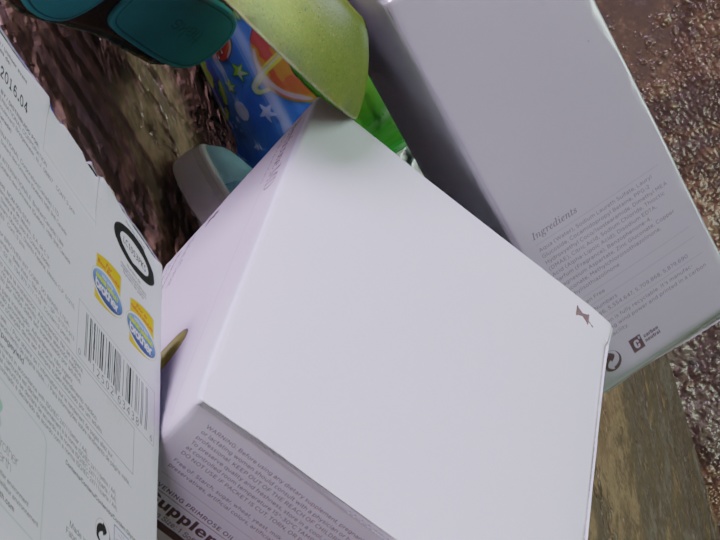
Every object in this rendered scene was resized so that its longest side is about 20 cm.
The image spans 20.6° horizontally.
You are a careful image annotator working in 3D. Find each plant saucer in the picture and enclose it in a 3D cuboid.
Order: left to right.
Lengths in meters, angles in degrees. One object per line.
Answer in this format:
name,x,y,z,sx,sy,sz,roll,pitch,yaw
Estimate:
plant saucer,-0.060,-0.140,0.748,0.200,0.031,0.200,46,6,-6

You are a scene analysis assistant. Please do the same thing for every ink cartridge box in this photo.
ink cartridge box,-0.116,0.018,0.569,0.137,0.076,0.200,61,21,-46

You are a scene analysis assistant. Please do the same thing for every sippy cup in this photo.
sippy cup,-0.030,-0.127,0.993,0.140,0.178,0.130,-47,116,-31

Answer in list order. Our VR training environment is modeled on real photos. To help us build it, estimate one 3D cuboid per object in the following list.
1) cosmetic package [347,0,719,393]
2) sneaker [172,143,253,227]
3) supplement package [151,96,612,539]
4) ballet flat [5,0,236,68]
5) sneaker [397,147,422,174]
cosmetic package,0.067,-0.060,0.831,0.200,0.081,0.113,62,-8,-25
sneaker,0.000,0.000,0.899,0.200,0.082,0.074,46,0,18
supplement package,-0.006,0.062,0.720,0.156,0.111,0.200,37,31,-13
ballet flat,-0.110,-0.133,0.812,0.200,0.071,0.071,23,53,-72
sneaker,0.003,-0.049,1.036,0.075,0.081,0.200,41,26,-16
